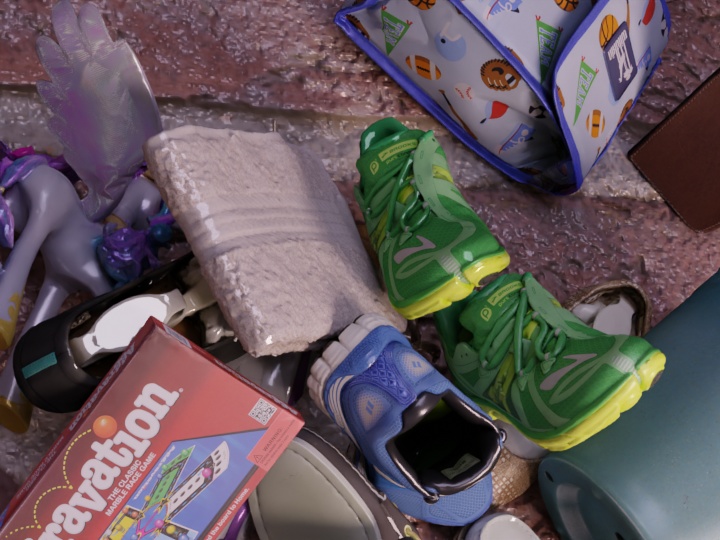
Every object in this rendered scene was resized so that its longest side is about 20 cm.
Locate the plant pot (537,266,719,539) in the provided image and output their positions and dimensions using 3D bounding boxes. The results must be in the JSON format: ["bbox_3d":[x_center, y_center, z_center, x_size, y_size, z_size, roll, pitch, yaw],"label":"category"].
[{"bbox_3d":[0.219,0.119,1.174,0.188,0.200,0.200,-33,82,-16],"label":"plant pot"}]

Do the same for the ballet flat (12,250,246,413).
[{"bbox_3d":[-0.098,0.026,1.060,0.200,0.068,0.068,-28,86,-37],"label":"ballet flat"}]

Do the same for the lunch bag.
[{"bbox_3d":[0.114,-0.172,1.303,0.200,0.124,0.170,45,56,-15],"label":"lunch bag"}]

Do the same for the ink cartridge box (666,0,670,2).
[{"bbox_3d":[0.229,-0.303,1.363,0.086,0.200,0.146,-18,74,-29],"label":"ink cartridge box"}]

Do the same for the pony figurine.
[{"bbox_3d":[-0.181,-0.037,1.106,0.193,0.166,0.200,56,48,-30],"label":"pony figurine"}]

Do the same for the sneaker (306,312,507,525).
[{"bbox_3d":[0.038,0.106,1.089,0.079,0.200,0.089,-45,56,-6],"label":"sneaker"}]

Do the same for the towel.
[{"bbox_3d":[-0.042,-0.016,1.073,0.133,0.034,0.200,61,20,10],"label":"towel"}]

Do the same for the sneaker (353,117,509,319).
[{"bbox_3d":[0.029,-0.034,1.120,0.074,0.200,0.084,-31,114,1],"label":"sneaker"}]

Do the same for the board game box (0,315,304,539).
[{"bbox_3d":[-0.130,0.131,1.022,0.103,0.019,0.200,35,96,-22],"label":"board game box"}]

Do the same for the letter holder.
[{"bbox_3d":[0.302,-0.091,1.294,0.101,0.200,0.142,-35,84,-32],"label":"letter holder"}]

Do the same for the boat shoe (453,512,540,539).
[{"bbox_3d":[0.126,0.230,1.142,0.075,0.068,0.200,-23,77,-31],"label":"boat shoe"}]

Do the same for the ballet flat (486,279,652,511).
[{"bbox_3d":[0.122,0.070,1.218,0.071,0.065,0.200,42,58,-3],"label":"ballet flat"}]

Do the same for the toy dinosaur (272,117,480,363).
[{"bbox_3d":[0.000,0.000,1.217,0.200,0.058,0.101,36,42,-12],"label":"toy dinosaur"}]

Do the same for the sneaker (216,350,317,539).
[{"bbox_3d":[-0.092,0.091,1.124,0.100,0.075,0.200,17,56,2],"label":"sneaker"}]

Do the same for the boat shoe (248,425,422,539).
[{"bbox_3d":[0.003,0.166,1.095,0.201,0.072,0.061,60,31,-18],"label":"boat shoe"}]

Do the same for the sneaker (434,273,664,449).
[{"bbox_3d":[0.096,0.048,1.098,0.074,0.200,0.084,-41,109,-19],"label":"sneaker"}]

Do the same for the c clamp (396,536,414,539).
[{"bbox_3d":[0.040,0.219,1.063,0.200,0.171,0.027,46,18,-16],"label":"c clamp"}]
